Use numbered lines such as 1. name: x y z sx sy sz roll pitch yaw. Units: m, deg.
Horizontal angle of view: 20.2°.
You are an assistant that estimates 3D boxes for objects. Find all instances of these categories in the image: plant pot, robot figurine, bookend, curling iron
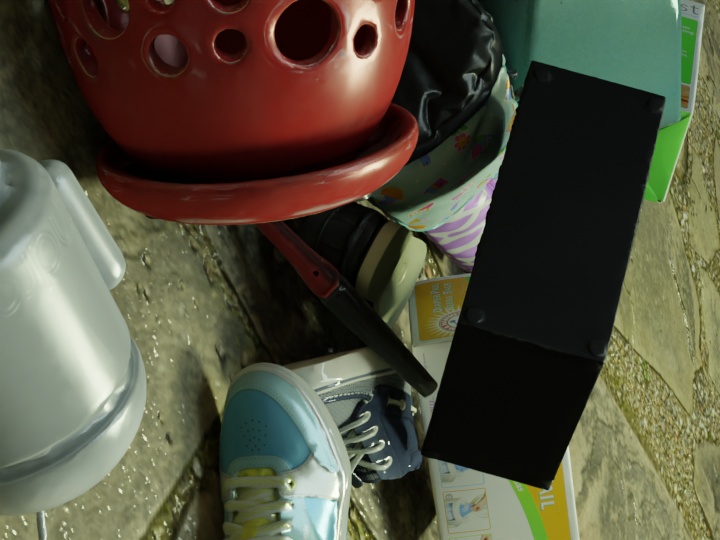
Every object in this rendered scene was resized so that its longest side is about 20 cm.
1. plant pot: 0.143 -0.201 1.446 0.141 0.141 0.200 55 -23 39
2. robot figurine: -0.165 0.027 0.886 0.170 0.113 0.200 -52 134 -34
3. plant pot: -0.067 -0.131 1.085 0.200 0.200 0.183 -49 138 -62
4. bookend: 0.117 0.008 1.317 0.200 0.092 0.199 101 5 -60
5. curling iron: -0.018 0.001 1.263 0.200 0.050 0.026 54 34 -6

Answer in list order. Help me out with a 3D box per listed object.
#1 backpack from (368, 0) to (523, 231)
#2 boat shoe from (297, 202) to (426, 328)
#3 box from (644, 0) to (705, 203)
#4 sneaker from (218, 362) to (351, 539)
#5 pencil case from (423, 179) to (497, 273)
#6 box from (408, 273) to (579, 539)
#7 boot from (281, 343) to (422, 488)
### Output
1. backpack: 0.034 -0.105 1.361 0.127 0.167 0.200 59 4 11
2. boat shoe: 0.001 -0.002 1.372 0.074 0.063 0.201 -63 167 -8
3. box: 0.169 -0.161 1.647 0.177 0.200 0.097 -71 176 -50
4. sneaker: -0.057 0.159 1.168 0.131 0.079 0.200 -22 103 -69
5. pencil case: 0.076 -0.062 1.563 0.200 0.085 0.084 40 66 -58
6. box: 0.097 0.112 1.476 0.113 0.101 0.200 -92 174 -68
7. boot: -0.003 0.099 1.327 0.200 0.073 0.091 -2 80 -69
